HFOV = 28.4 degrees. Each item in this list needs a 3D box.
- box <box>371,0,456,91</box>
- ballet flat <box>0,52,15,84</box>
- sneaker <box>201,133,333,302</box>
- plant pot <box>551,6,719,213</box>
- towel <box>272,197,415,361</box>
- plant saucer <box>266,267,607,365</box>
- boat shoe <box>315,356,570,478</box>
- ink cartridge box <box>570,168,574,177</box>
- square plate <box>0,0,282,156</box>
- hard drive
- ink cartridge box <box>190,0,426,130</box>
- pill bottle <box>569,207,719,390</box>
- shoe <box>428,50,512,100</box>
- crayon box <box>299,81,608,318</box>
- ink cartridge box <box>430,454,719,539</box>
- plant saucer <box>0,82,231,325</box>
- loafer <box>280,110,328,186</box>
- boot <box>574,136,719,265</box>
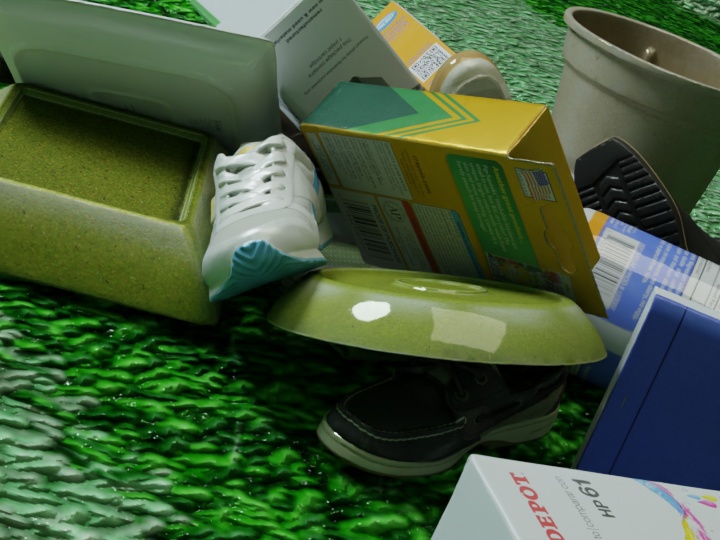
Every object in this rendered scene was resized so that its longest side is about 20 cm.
[{"bbox_3d":[0.075,-0.133,1.100,0.119,0.041,0.200,44,7,-38],"label":"box"},{"bbox_3d":[-0.213,-0.152,1.073,0.066,0.057,0.200,-14,-21,32],"label":"ballet flat"},{"bbox_3d":[-0.062,-0.034,0.863,0.076,0.081,0.200,-18,10,4],"label":"sneaker"},{"bbox_3d":[0.241,-0.110,1.269,0.199,0.184,0.201,18,21,-7],"label":"plant pot"},{"bbox_3d":[0.000,0.000,1.002,0.149,0.031,0.200,2,29,-38],"label":"towel"},{"bbox_3d":[0.045,0.023,0.829,0.199,0.031,0.200,6,6,-1],"label":"plant saucer"},{"bbox_3d":[0.055,0.070,0.838,0.200,0.066,0.072,-5,33,-47],"label":"boat shoe"},{"bbox_3d":[0.110,-0.055,1.171,0.164,0.075,0.200,6,27,-35],"label":"ink cartridge box"},{"bbox_3d":[-0.152,-0.119,0.976,0.197,0.029,0.200,12,-19,4],"label":"square plate"},{"bbox_3d":[0.237,0.107,0.826,0.199,0.133,0.025,22,21,3],"label":"hard drive"},{"bbox_3d":[-0.018,-0.137,1.048,0.200,0.084,0.146,47,0,-33],"label":"ink cartridge box"},{"bbox_3d":[0.220,0.045,0.984,0.199,0.113,0.112,26,22,10],"label":"pill bottle"},{"bbox_3d":[0.093,-0.060,0.986,0.070,0.201,0.053,-29,40,-19],"label":"shoe"},{"bbox_3d":[0.069,-0.048,0.900,0.199,0.126,0.052,14,52,41],"label":"crayon box"},{"bbox_3d":[0.142,0.170,0.659,0.199,0.085,0.145,10,24,-23],"label":"ink cartridge box"},{"bbox_3d":[-0.173,-0.057,0.914,0.199,0.048,0.200,15,28,-7],"label":"plant saucer"},{"bbox_3d":[-0.070,-0.144,1.218,0.073,0.072,0.200,-1,31,-44],"label":"loafer"},{"bbox_3d":[0.250,-0.023,1.117,0.138,0.077,0.201,-32,96,-52],"label":"boot"}]
